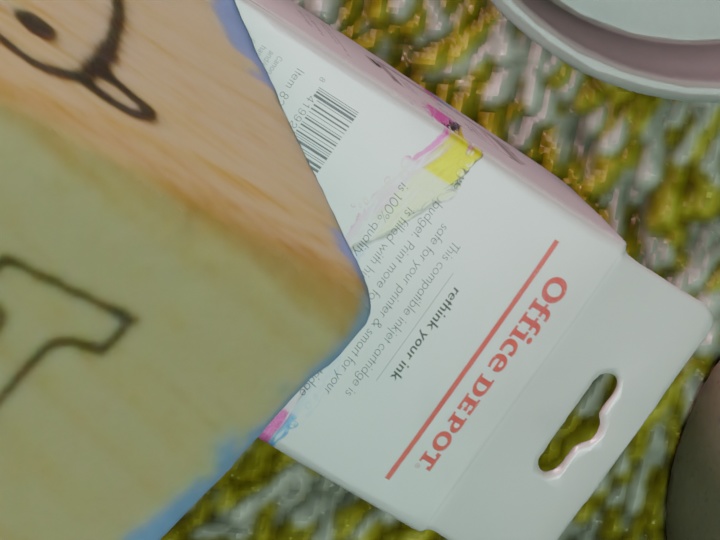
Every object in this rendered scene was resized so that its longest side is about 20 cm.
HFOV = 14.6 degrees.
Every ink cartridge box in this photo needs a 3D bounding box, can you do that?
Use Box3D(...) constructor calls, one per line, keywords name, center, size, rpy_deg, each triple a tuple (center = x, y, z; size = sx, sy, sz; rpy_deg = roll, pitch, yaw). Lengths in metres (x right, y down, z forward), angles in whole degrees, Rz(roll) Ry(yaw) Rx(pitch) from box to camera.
Box3D(name="ink cartridge box", center=(0.000, 0.000, 0.899), size=(0.200, 0.067, 0.116), rpy_deg=(33, 99, -20))

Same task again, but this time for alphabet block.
Box3D(name="alphabet block", center=(-0.151, -0.019, 0.748), size=(0.200, 0.195, 0.196), rpy_deg=(28, 113, -37))

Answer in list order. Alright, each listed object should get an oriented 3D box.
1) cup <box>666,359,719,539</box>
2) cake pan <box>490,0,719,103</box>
Box3D(name="cup", center=(0.220, 0.100, 0.949), size=(0.200, 0.143, 0.200), rpy_deg=(-4, 110, -12))
Box3D(name="cake pan", center=(0.112, -0.153, 0.875), size=(0.200, 0.037, 0.200), rpy_deg=(-2, 104, -8))
